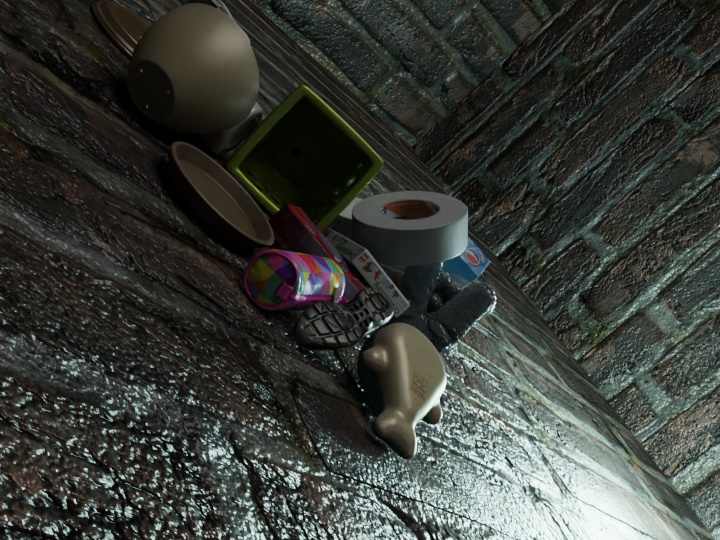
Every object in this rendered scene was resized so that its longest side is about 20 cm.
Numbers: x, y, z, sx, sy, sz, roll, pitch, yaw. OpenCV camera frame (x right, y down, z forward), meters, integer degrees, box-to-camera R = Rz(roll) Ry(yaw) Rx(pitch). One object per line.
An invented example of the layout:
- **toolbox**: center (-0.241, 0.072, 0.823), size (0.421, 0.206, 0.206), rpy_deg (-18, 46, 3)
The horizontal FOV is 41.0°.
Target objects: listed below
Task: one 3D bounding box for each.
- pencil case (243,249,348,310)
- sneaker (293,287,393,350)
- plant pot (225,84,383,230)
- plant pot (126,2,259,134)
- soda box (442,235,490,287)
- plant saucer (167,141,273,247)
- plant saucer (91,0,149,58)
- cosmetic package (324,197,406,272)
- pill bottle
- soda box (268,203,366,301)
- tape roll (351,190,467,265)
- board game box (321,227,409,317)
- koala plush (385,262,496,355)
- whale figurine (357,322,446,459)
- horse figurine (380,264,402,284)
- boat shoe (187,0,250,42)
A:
- **pencil case**: center (-0.084, 0.016, 1.329), size (0.088, 0.088, 0.200), rpy_deg (51, 15, 16)
- **sneaker**: center (-0.030, 0.083, 1.348), size (0.200, 0.079, 0.075), rpy_deg (-14, 65, -53)
- **plant pot**: center (-0.102, -0.197, 1.690), size (0.200, 0.199, 0.181), rpy_deg (43, 6, -16)
- **plant pot**: center (-0.273, -0.290, 1.460), size (0.200, 0.200, 0.134), rpy_deg (48, 41, 1)
- **soda box**: center (0.150, 0.020, 1.826), size (0.068, 0.200, 0.064), rpy_deg (47, 43, -3)
- **plant saucer**: center (-0.204, -0.103, 1.384), size (0.200, 0.029, 0.200), rpy_deg (44, 12, -12)
- **plant saucer**: center (-0.396, -0.411, 1.726), size (0.200, 0.029, 0.200), rpy_deg (46, 12, -13)
- **cosmetic package**: center (0.037, -0.068, 1.804), size (0.200, 0.074, 0.102), rpy_deg (21, 30, -1)
- **pill bottle**: center (-0.268, -0.300, 1.613), size (0.200, 0.112, 0.112), rpy_deg (47, 12, 4)
- **soda box**: center (-0.067, -0.010, 1.511), size (0.200, 0.063, 0.070), rpy_deg (50, 12, 13)
- **tape roll**: center (0.085, -0.076, 1.657), size (0.200, 0.200, 0.066), rpy_deg (-104, -169, -66)
- **board game box**: center (0.000, 0.000, 1.608), size (0.126, 0.035, 0.200), rpy_deg (51, -7, -22)
- **koala plush**: center (0.122, 0.079, 1.737), size (0.177, 0.184, 0.200), rpy_deg (37, -10, 7)
- **whale figurine**: center (0.044, 0.168, 1.319), size (0.159, 0.104, 0.200), rpy_deg (42, 38, -26)
- **horse figurine**: center (0.026, -0.009, 1.859), size (0.200, 0.050, 0.133), rpy_deg (31, 13, -44)
- **boat shoe**: center (-0.355, -0.626, 2.422), size (0.200, 0.074, 0.073), rpy_deg (43, 13, -15)
